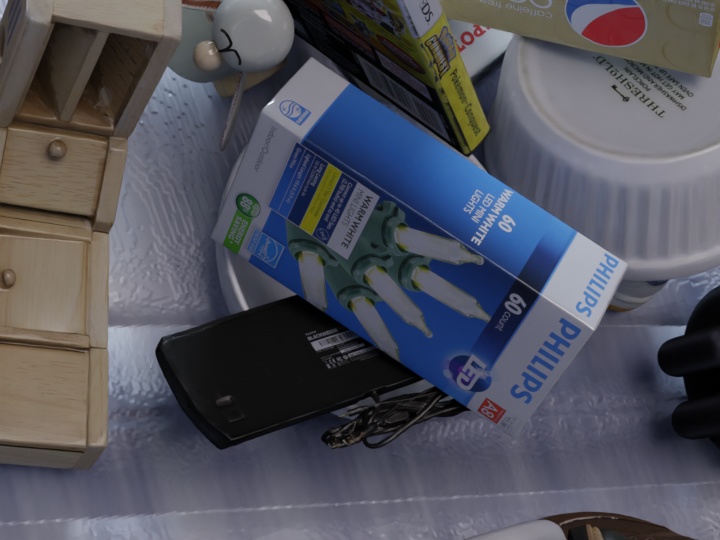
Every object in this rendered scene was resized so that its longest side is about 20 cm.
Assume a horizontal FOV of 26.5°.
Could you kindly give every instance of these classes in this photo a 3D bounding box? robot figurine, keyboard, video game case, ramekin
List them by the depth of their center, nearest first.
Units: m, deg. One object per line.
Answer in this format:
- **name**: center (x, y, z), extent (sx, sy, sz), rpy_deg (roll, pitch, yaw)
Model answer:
- **keyboard**: center (-0.009, 0.058, 0.838), extent (0.198, 0.040, 0.104), rpy_deg (-16, 55, -30)
- **video game case**: center (-0.020, -0.166, 0.869), extent (0.026, 0.181, 0.199), rpy_deg (-46, 60, -8)
- **ramekin**: center (0.175, -0.102, 0.939), extent (0.199, 0.095, 0.205), rpy_deg (-3, 56, 5)
- **robot figurine**: center (0.292, 0.060, 1.009), extent (0.198, 0.152, 0.125), rpy_deg (-9, 32, -29)

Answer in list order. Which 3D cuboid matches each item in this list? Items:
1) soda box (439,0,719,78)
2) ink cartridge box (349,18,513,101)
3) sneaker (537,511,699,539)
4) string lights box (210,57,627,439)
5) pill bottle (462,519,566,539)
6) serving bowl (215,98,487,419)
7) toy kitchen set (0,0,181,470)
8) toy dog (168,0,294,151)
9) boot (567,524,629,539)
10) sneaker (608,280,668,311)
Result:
- **soda box**: center (0.119, -0.178, 0.897), extent (0.198, 0.068, 0.065), rpy_deg (15, 60, 15)
- **ink cartridge box**: center (0.028, -0.211, 1.007), extent (0.144, 0.084, 0.201), rpy_deg (-40, 91, -33)
- **sneaker**: center (0.191, 0.177, 0.897), extent (0.197, 0.076, 0.071), rpy_deg (13, 64, 6)
- **string lights box**: center (0.028, -0.011, 0.807), extent (0.199, 0.103, 0.059), rpy_deg (33, 46, 5)
- **pill bottle**: center (0.087, 0.247, 0.831), extent (0.110, 0.111, 0.202), rpy_deg (-8, 73, -29)
- **serving bowl**: center (0.000, 0.000, 0.916), extent (0.198, 0.066, 0.203), rpy_deg (10, 65, -22)
- **toy kitchen set**: center (-0.191, -0.029, 0.762), extent (0.161, 0.181, 0.203), rpy_deg (8, 62, -23)
- **toy dog**: center (-0.096, -0.133, 0.867), extent (0.096, 0.200, 0.133), rpy_deg (-32, 85, -3)
- **boot**: center (0.198, 0.192, 0.821), extent (0.078, 0.137, 0.201), rpy_deg (-98, 164, -51)
- **sneaker**: center (0.180, -0.078, 1.028), extent (0.074, 0.088, 0.203), rpy_deg (-1, 69, -25)
